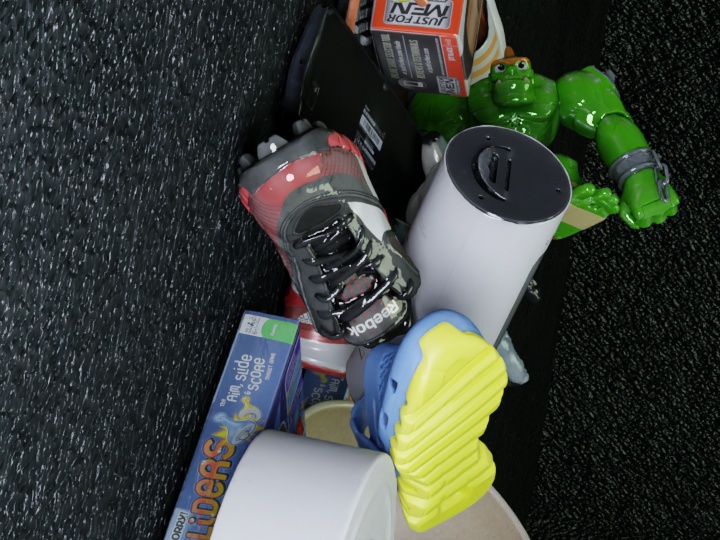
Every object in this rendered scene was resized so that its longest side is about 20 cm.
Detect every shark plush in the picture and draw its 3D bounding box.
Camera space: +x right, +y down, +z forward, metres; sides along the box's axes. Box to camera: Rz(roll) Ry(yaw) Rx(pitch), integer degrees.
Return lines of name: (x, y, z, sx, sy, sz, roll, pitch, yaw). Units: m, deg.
shark plush: (0.073, 0.008, 1.742, 0.091, 0.083, 0.201, -53, 142, -47)

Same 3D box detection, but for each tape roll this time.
tape roll: (-0.037, 0.190, 1.503, 0.202, 0.070, 0.203, 12, 90, -80)

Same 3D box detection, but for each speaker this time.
speaker: (0.056, 0.009, 1.662, 0.081, 0.081, 0.200, -69, -178, -47)

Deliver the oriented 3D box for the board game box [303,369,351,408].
board game box: (-0.016, 0.090, 1.971, 0.136, 0.034, 0.201, 92, 13, -51)

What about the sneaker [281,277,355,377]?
sneaker: (0.000, 0.000, 1.810, 0.200, 0.078, 0.116, -40, 143, -79)

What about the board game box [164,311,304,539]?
board game box: (-0.074, 0.143, 1.591, 0.136, 0.034, 0.201, 89, 15, -51)

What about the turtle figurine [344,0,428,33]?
turtle figurine: (0.063, -0.225, 1.726, 0.064, 0.161, 0.201, -170, -87, -76)

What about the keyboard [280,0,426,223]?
keyboard: (-0.013, -0.073, 1.685, 0.200, 0.039, 0.104, 52, 51, -55)

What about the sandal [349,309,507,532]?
sandal: (0.030, 0.075, 1.578, 0.079, 0.087, 0.200, -30, 157, -19)

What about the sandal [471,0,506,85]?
sandal: (0.055, -0.178, 1.956, 0.207, 0.079, 0.059, 80, 23, -47)

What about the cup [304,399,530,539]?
cup: (-0.001, 0.206, 1.807, 0.143, 0.200, 0.200, -52, -176, 25)

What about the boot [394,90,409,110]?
boot: (0.059, -0.037, 1.971, 0.155, 0.076, 0.201, -12, 86, -72)

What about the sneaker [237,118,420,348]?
sneaker: (-0.012, -0.014, 1.566, 0.098, 0.071, 0.201, 62, 1, 25)

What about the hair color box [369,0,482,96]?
hair color box: (0.052, -0.226, 1.817, 0.102, 0.061, 0.201, 72, 26, -70)

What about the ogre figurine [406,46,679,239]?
ogre figurine: (0.101, -0.077, 1.852, 0.098, 0.199, 0.120, 48, 32, -54)

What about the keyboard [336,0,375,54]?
keyboard: (0.006, -0.153, 1.823, 0.200, 0.021, 0.128, -40, 141, -76)
